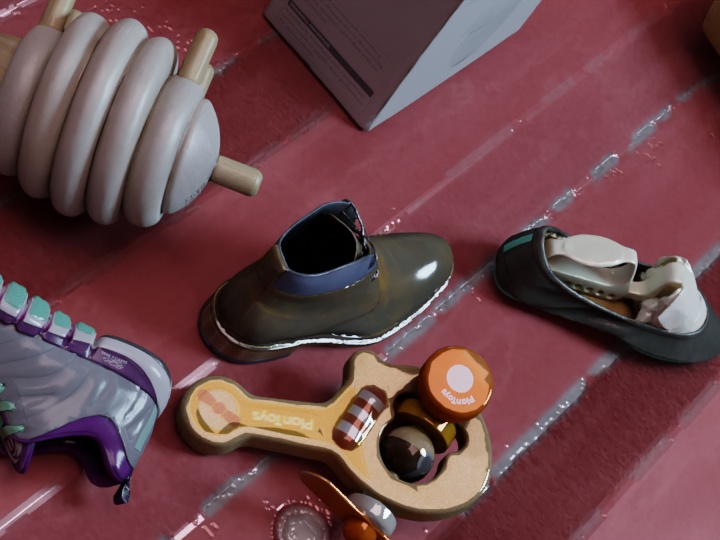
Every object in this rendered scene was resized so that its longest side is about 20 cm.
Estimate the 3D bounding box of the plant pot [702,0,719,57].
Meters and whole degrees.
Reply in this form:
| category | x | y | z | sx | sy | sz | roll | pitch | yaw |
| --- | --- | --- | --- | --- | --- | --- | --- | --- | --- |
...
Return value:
| category | x | y | z | sx | sy | sz | roll | pitch | yaw |
| --- | --- | --- | --- | --- | --- | --- | --- | --- | --- |
| plant pot | 0.387 | -0.179 | 1.349 | 0.200 | 0.187 | 0.186 | 39 | 49 | 14 |

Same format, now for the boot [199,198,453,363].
| category | x | y | z | sx | sy | sz | roll | pitch | yaw |
| --- | --- | --- | --- | --- | --- | --- | --- | --- | --- |
| boot | 0.000 | 0.000 | 1.057 | 0.199 | 0.097 | 0.075 | -19 | 72 | -36 |

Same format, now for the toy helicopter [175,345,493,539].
| category | x | y | z | sx | sy | sz | roll | pitch | yaw |
| --- | --- | --- | --- | --- | --- | --- | --- | --- | --- |
| toy helicopter | -0.016 | 0.110 | 1.013 | 0.198 | 0.079 | 0.134 | 10 | 66 | -12 |

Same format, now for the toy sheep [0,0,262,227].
| category | x | y | z | sx | sy | sz | roll | pitch | yaw |
| --- | --- | --- | --- | --- | --- | --- | --- | --- | --- |
| toy sheep | -0.152 | -0.093 | 1.007 | 0.198 | 0.138 | 0.139 | 20 | 52 | 2 |

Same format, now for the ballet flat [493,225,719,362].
| category | x | y | z | sx | sy | sz | roll | pitch | yaw |
| --- | --- | --- | --- | --- | --- | --- | --- | --- | --- |
| ballet flat | 0.190 | 0.016 | 1.174 | 0.198 | 0.068 | 0.069 | 16 | 55 | -21 |

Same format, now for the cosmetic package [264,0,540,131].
| category | x | y | z | sx | sy | sz | roll | pitch | yaw |
| --- | --- | --- | --- | --- | --- | --- | --- | --- | --- |
| cosmetic package | 0.067 | -0.236 | 1.171 | 0.123 | 0.200 | 0.199 | 49 | 50 | 5 |

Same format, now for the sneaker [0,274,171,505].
| category | x | y | z | sx | sy | sz | roll | pitch | yaw |
| --- | --- | --- | --- | --- | --- | --- | --- | --- | --- |
| sneaker | -0.203 | 0.059 | 0.925 | 0.199 | 0.074 | 0.088 | 24 | 58 | -16 |
